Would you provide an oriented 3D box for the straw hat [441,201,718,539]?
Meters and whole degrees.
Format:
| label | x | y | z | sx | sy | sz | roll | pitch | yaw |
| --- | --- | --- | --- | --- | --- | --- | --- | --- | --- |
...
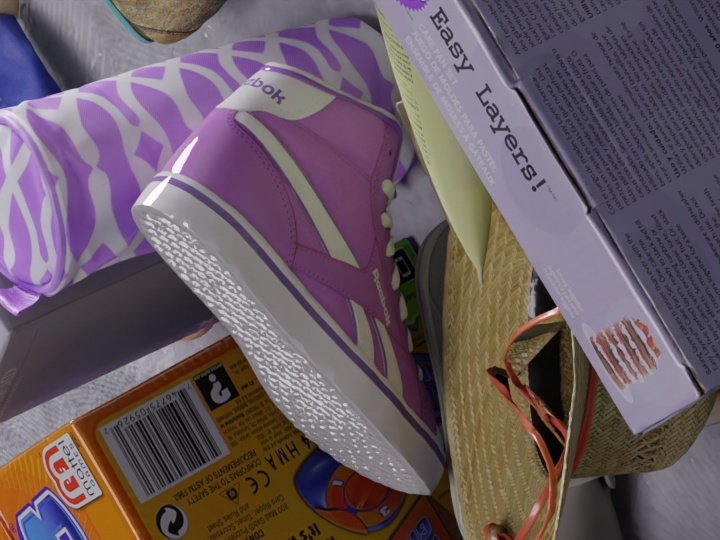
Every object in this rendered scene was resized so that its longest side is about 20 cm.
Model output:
| label | x | y | z | sx | sy | sz | roll | pitch | yaw |
| --- | --- | --- | --- | --- | --- | --- | --- | --- | --- |
| straw hat | 0.094 | 0.032 | 1.128 | 0.201 | 0.085 | 0.202 | -179 | 90 | -79 |

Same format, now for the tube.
| label | x | y | z | sx | sy | sz | roll | pitch | yaw |
| --- | --- | --- | --- | --- | --- | --- | --- | --- | --- |
| tube | 0.030 | -0.091 | 1.089 | 0.052 | 0.058 | 0.201 | 21 | 143 | 27 |

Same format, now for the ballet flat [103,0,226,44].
| label | x | y | z | sx | sy | sz | roll | pitch | yaw |
| --- | --- | --- | --- | --- | --- | --- | --- | --- | --- |
| ballet flat | -0.128 | -0.183 | 1.295 | 0.200 | 0.071 | 0.071 | 45 | 152 | -26 |

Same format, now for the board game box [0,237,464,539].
| label | x | y | z | sx | sy | sz | roll | pitch | yaw |
| --- | --- | --- | --- | --- | --- | --- | --- | --- | --- |
| board game box | -0.047 | 0.139 | 1.341 | 0.200 | 0.200 | 0.200 | 60 | 145 | 2 |

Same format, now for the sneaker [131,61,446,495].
| label | x | y | z | sx | sy | sz | roll | pitch | yaw |
| --- | --- | --- | --- | --- | --- | --- | --- | --- | --- |
| sneaker | 0.000 | 0.000 | 1.212 | 0.072 | 0.114 | 0.201 | 13 | 147 | 44 |

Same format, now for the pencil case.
| label | x | y | z | sx | sy | sz | roll | pitch | yaw |
| --- | --- | --- | --- | --- | --- | --- | --- | --- | --- |
| pencil case | -0.068 | -0.049 | 1.247 | 0.084 | 0.199 | 0.086 | 38 | 134 | 46 |

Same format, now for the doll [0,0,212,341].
| label | x | y | z | sx | sy | sz | roll | pitch | yaw |
| --- | --- | --- | --- | --- | --- | --- | --- | --- | --- |
| doll | -0.139 | -0.046 | 1.464 | 0.200 | 0.048 | 0.137 | 52 | 145 | 13 |

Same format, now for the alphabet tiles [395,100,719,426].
| label | x | y | z | sx | sy | sz | roll | pitch | yaw |
| --- | --- | --- | --- | --- | --- | --- | --- | --- | --- |
| alphabet tiles | 0.104 | -0.030 | 1.158 | 0.167 | 0.008 | 0.201 | -19 | 98 | 38 |

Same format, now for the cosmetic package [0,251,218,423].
| label | x | y | z | sx | sy | sz | roll | pitch | yaw |
| --- | --- | --- | --- | --- | --- | --- | --- | --- | --- |
| cosmetic package | -0.112 | -0.013 | 1.317 | 0.090 | 0.200 | 0.107 | 52 | 147 | 14 |

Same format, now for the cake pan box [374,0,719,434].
| label | x | y | z | sx | sy | sz | roll | pitch | yaw |
| --- | --- | --- | --- | --- | --- | --- | --- | --- | --- |
| cake pan box | 0.116 | -0.071 | 1.002 | 0.201 | 0.184 | 0.052 | 58 | 145 | 3 |

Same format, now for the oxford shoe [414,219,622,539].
| label | x | y | z | sx | sy | sz | roll | pitch | yaw |
| --- | --- | --- | --- | --- | --- | --- | --- | --- | --- |
| oxford shoe | 0.076 | 0.072 | 1.251 | 0.058 | 0.075 | 0.201 | -1 | 107 | 55 |
